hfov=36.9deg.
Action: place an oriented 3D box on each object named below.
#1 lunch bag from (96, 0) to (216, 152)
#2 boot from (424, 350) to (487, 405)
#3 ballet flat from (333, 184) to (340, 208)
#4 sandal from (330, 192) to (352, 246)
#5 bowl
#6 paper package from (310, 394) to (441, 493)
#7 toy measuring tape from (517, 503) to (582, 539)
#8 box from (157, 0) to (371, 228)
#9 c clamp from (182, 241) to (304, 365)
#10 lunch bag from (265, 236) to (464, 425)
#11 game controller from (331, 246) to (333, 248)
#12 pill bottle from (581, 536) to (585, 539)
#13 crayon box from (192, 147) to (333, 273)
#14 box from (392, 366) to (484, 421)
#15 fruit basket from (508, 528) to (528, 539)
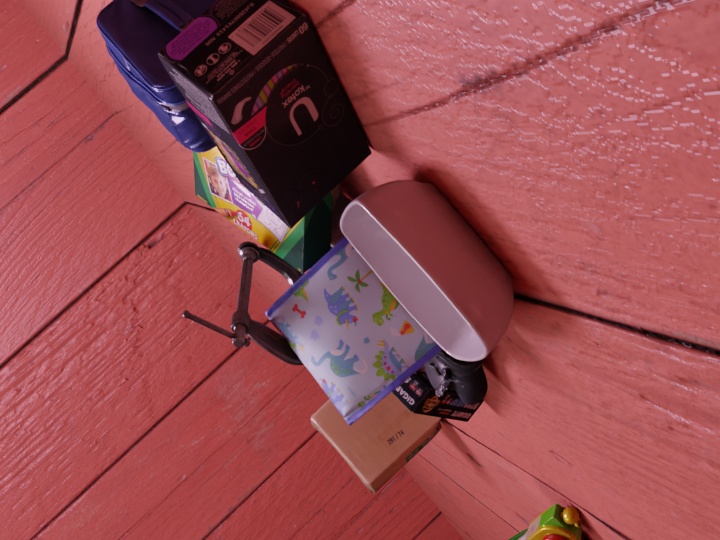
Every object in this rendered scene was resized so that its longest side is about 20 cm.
[{"bbox_3d":[-0.195,-0.241,1.201,0.200,0.136,0.133,43,170,35],"label":"lunch bag"},{"bbox_3d":[0.082,0.081,1.381,0.199,0.076,0.169,39,165,19],"label":"boot"},{"bbox_3d":[-0.096,-0.145,1.370,0.200,0.069,0.070,45,170,22],"label":"ballet flat"},{"bbox_3d":[-0.051,-0.072,1.393,0.206,0.079,0.059,42,166,30],"label":"sandal"},{"bbox_3d":[0.074,-0.007,1.078,0.201,0.074,0.200,50,171,0],"label":"bowl"},{"bbox_3d":[0.033,0.301,2.127,0.191,0.200,0.104,46,170,16],"label":"paper package"},{"bbox_3d":[0.289,0.420,1.670,0.074,0.073,0.201,46,139,13],"label":"toy measuring tape"},{"bbox_3d":[-0.089,-0.162,1.063,0.106,0.122,0.201,40,168,38],"label":"box"},{"bbox_3d":[-0.117,0.032,1.280,0.170,0.027,0.201,35,-149,-19],"label":"c clamp"},{"bbox_3d":[0.020,0.043,1.234,0.171,0.200,0.127,50,-150,4],"label":"lunch bag"},{"bbox_3d":[0.000,0.000,1.602,0.201,0.042,0.105,56,-177,-32],"label":"game controller"},{"bbox_3d":[0.350,0.509,1.742,0.201,0.114,0.114,51,170,-17],"label":"pill bottle"},{"bbox_3d":[-0.121,-0.120,1.304,0.199,0.058,0.174,35,143,26],"label":"crayon box"},{"bbox_3d":[0.077,0.143,1.547,0.159,0.046,0.199,44,-168,28],"label":"box"},{"bbox_3d":[0.335,0.580,1.913,0.218,0.154,0.216,59,168,20],"label":"fruit basket"}]
